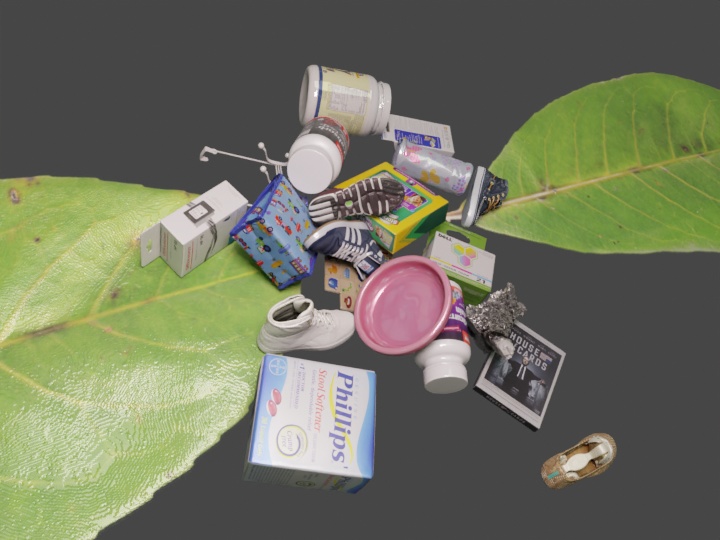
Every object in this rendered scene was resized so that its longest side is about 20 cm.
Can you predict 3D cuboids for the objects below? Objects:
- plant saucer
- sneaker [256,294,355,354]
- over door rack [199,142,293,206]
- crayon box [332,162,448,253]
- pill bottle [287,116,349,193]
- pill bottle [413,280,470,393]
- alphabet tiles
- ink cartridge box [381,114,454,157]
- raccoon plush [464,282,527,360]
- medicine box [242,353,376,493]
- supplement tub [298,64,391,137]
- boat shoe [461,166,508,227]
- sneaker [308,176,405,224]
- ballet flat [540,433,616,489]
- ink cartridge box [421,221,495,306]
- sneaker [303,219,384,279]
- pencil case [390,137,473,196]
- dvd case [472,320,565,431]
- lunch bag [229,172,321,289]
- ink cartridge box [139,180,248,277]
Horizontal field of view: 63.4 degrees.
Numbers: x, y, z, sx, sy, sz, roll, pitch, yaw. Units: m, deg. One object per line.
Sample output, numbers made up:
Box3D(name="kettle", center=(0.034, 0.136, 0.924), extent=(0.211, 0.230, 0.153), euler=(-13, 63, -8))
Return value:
Box3D(name="plant saucer", center=(0.084, 0.070, 1.100), extent=(0.198, 0.051, 0.203), euler=(-16, 54, 24))
Box3D(name="sneaker", center=(-0.084, 0.094, 1.067), extent=(0.197, 0.116, 0.074), euler=(-10, 59, -27))
Box3D(name="over door rack", center=(-0.237, -0.198, 1.234), extent=(0.197, 0.067, 0.149), euler=(2, 57, -18))
Box3D(name="crayon box", center=(0.063, -0.143, 1.277), extent=(0.172, 0.059, 0.199), euler=(-31, 54, -31))
Box3D(name="pill bottle", center=(-0.091, -0.247, 1.249), extent=(0.114, 0.117, 0.201), euler=(20, 31, -5))
Box3D(name="pill bottle", center=(0.154, 0.128, 1.129), extent=(0.110, 0.112, 0.202), euler=(7, 56, -15))
Box3D(name="alphabet tiles", center=(0.000, 0.000, 1.203), extent=(0.165, 0.008, 0.202), euler=(15, 54, -25))
Box3D(name="ink cartridge box", center=(0.139, -0.341, 1.480), extent=(0.197, 0.037, 0.096), euler=(8, 56, -17))
Box3D(name="raccoon plush", center=(0.295, 0.108, 1.155), extent=(0.133, 0.098, 0.200), euler=(-30, 29, -6))
Box3D(name="medicine box", center=(-0.082, 0.255, 0.968), extent=(0.197, 0.103, 0.184), euler=(11, 55, -11))
Box3D(name="supplement tub", center=(-0.039, -0.398, 1.387), extent=(0.197, 0.146, 0.147), euler=(5, 56, -17))
Box3D(name="boat shoe", center=(0.304, -0.170, 1.401), extent=(0.090, 0.071, 0.202), euler=(22, 51, 1))
Box3D(name="sneaker", center=(-0.014, -0.155, 1.197), extent=(0.197, 0.077, 0.116), euler=(-11, 21, -7))
Box3D(name="ballet flat", center=(0.430, 0.357, 1.104), extent=(0.198, 0.066, 0.071), euler=(-18, 65, -29))
Box3D(name="ink cartridge box", center=(0.217, -0.040, 1.284), extent=(0.146, 0.076, 0.202), euler=(21, 55, -5))
Box3D(name="sneaker", center=(-0.022, -0.036, 1.138), extent=(0.199, 0.070, 0.109), euler=(-13, 69, -58))
Box3D(name="pencil case", center=(0.170, -0.249, 1.401), extent=(0.198, 0.084, 0.091), euler=(21, 45, -5))
Box3D(name="dvd case", center=(0.329, 0.205, 1.194), extent=(0.149, 0.025, 0.201), euler=(33, 54, 3))
Box3D(name="lunch bag", center=(-0.142, -0.092, 1.151), extent=(0.151, 0.093, 0.201), euler=(50, 37, -23))
Box3D(name="ink cartridge box", center=(-0.310, -0.068, 1.092), extent=(0.067, 0.116, 0.200), euler=(42, 55, 10))
